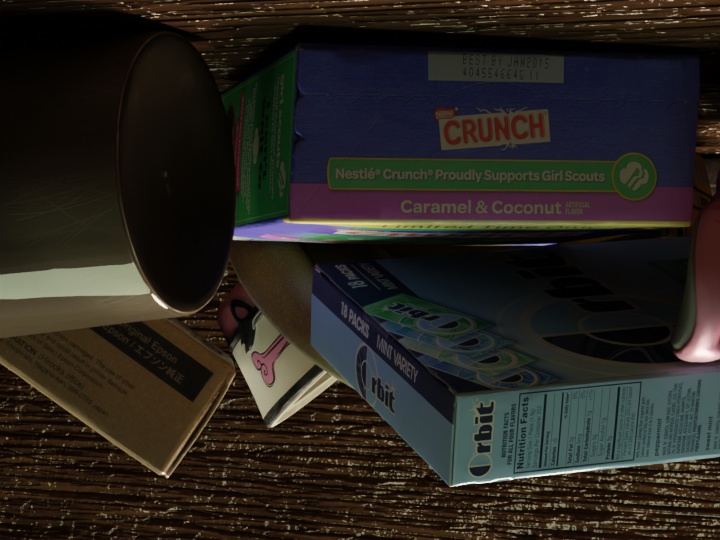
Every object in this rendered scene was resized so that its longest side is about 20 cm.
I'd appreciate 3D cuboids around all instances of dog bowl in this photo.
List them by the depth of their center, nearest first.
[{"bbox_3d":[0.000,0.000,1.237,0.200,0.074,0.200,-40,176,-3],"label":"dog bowl"}]

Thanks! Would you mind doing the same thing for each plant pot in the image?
[{"bbox_3d":[0.025,-0.012,1.071,0.200,0.200,0.027,3,138,-32],"label":"plant pot"}]

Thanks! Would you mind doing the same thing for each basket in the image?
[{"bbox_3d":[-0.163,-0.032,0.863,0.200,0.136,0.180,-3,-167,21],"label":"basket"}]

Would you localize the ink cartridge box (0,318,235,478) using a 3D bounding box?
[{"bbox_3d":[-0.157,0.037,1.229,0.165,0.075,0.200,35,177,-3],"label":"ink cartridge box"}]

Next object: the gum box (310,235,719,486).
[{"bbox_3d":[0.100,0.035,0.939,0.200,0.045,0.170,-4,-161,-21],"label":"gum box"}]

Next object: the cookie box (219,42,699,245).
[{"bbox_3d":[0.032,-0.050,0.928,0.171,0.075,0.200,1,178,-12],"label":"cookie box"}]

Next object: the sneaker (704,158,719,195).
[{"bbox_3d":[0.284,-0.012,1.359,0.200,0.115,0.075,1,179,5],"label":"sneaker"}]

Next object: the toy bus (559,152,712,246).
[{"bbox_3d":[0.157,-0.035,1.200,0.065,0.078,0.200,-12,175,17],"label":"toy bus"}]

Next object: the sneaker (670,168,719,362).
[{"bbox_3d":[0.194,-0.014,0.911,0.095,0.079,0.200,10,-149,14],"label":"sneaker"}]
